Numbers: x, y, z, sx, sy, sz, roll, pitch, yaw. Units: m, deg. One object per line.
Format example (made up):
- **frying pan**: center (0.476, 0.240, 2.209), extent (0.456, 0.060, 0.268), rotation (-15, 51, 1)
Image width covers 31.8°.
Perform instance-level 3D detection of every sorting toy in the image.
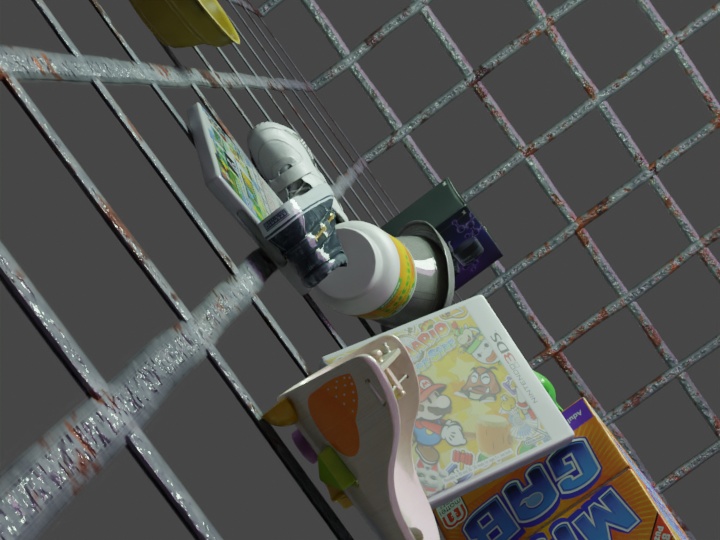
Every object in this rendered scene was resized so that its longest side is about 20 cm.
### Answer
- **sorting toy**: center (0.015, 0.158, 1.003), extent (0.182, 0.106, 0.200), rotation (62, 7, 2)

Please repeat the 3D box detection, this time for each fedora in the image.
- **fedora**: center (0.042, 0.015, 1.716), extent (0.089, 0.179, 0.200), rotation (10, 14, -30)

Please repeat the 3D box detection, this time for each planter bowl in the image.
- **planter bowl**: center (-0.249, -0.355, 1.659), extent (0.201, 0.083, 0.201), rotation (53, 8, -10)

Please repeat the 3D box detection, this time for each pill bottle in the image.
- **pill bottle**: center (0.000, 0.000, 1.541), extent (0.112, 0.111, 0.200), rotation (55, 7, 11)

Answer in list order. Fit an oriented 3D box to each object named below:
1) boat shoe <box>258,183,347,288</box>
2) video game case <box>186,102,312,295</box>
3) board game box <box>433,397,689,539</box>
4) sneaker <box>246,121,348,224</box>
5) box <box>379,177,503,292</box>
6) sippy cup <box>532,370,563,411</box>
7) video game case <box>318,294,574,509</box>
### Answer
- **boat shoe**: center (-0.053, -0.035, 1.392), extent (0.091, 0.070, 0.200), rotation (56, 15, -2)
- **video game case**: center (-0.128, -0.084, 1.451), extent (0.183, 0.022, 0.201), rotation (51, 9, -32)
- **board game box**: center (0.229, 0.300, 1.295), extent (0.200, 0.199, 0.201), rotation (47, 10, -43)
- **sneaker**: center (-0.075, -0.102, 1.666), extent (0.201, 0.075, 0.115), rotation (55, 3, -29)
- **box**: center (0.098, -0.023, 1.936), extent (0.141, 0.199, 0.079), rotation (47, 10, -41)
- **sippy cup**: center (0.182, 0.211, 1.630), extent (0.140, 0.175, 0.132), rotation (63, 29, -48)
- **video game case**: center (0.085, 0.129, 1.253), extent (0.183, 0.198, 0.023), rotation (58, -27, 26)
